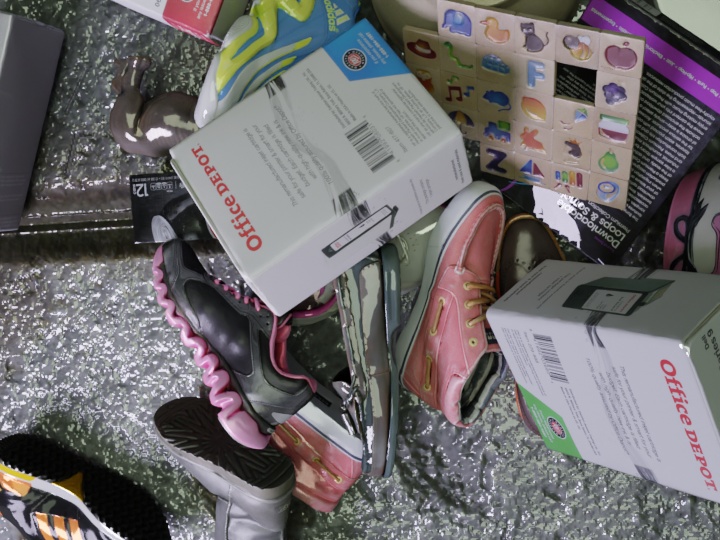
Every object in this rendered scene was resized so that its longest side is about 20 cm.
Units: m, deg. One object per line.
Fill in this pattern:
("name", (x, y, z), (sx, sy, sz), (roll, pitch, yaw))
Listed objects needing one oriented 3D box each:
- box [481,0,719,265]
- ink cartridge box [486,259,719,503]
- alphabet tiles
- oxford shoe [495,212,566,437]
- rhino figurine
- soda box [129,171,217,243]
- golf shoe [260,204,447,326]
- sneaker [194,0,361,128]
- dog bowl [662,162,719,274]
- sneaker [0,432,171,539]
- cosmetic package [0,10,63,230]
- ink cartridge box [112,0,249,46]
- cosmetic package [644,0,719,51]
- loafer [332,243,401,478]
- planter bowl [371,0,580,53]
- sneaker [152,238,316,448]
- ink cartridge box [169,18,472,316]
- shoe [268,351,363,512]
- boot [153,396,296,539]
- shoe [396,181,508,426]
("box", (0.208, -0.117, 0.801), (0.143, 0.036, 0.201), (38, 124, 11))
("ink cartridge box", (0.210, 0.079, 0.726), (0.084, 0.199, 0.147), (-36, 112, -25))
("alphabet tiles", (0.126, -0.136, 0.774), (0.198, 0.168, 0.008), (19, 54, 24))
("oxford shoe", (0.162, 0.049, 0.850), (0.070, 0.073, 0.203), (-10, 94, 8))
("rhino figurine", (-0.140, -0.142, 0.880), (0.197, 0.060, 0.089), (8, 92, 5))
("soda box", (-0.106, -0.062, 0.876), (0.197, 0.071, 0.064), (-4, 94, 8))
("golf shoe", (0.000, 0.000, 0.859), (0.198, 0.092, 0.076), (-26, 90, 7))
("sneaker", (-0.061, -0.188, 0.831), (0.104, 0.076, 0.201), (30, 70, -8))
("dog bowl", (0.305, 0.002, 0.775), (0.073, 0.199, 0.203), (0, 96, 35))
("sneaker", (-0.279, 0.242, 0.935), (0.199, 0.070, 0.091), (29, 113, 4))
("cosmetic package", (-0.351, -0.140, 0.877), (0.089, 0.107, 0.202), (14, 95, 6))
("ink cartridge box", (-0.190, -0.309, 0.859), (0.198, 0.083, 0.148), (23, 98, 4))
("cosmetic package", (0.345, -0.216, 0.798), (0.198, 0.090, 0.108), (-18, 93, 11))
("loafer", (0.000, 0.077, 0.817), (0.062, 0.072, 0.203), (0, 96, -6))
("planter bowl", (0.097, -0.268, 0.800), (0.198, 0.135, 0.203), (1, 95, 7))
("sneaker", (-0.105, 0.048, 0.822), (0.095, 0.079, 0.201), (-34, 75, 8))
("ink cartridge box", (-0.032, -0.084, 0.776), (0.199, 0.084, 0.147), (-34, 63, -2))
("shoe", (-0.080, 0.135, 0.890), (0.199, 0.071, 0.091), (37, 106, 8))
("boot", (-0.126, 0.238, 0.898), (0.181, 0.072, 0.202), (30, 133, 37))
("shoe", (0.098, 0.032, 0.826), (0.091, 0.071, 0.202), (36, 113, 41))
